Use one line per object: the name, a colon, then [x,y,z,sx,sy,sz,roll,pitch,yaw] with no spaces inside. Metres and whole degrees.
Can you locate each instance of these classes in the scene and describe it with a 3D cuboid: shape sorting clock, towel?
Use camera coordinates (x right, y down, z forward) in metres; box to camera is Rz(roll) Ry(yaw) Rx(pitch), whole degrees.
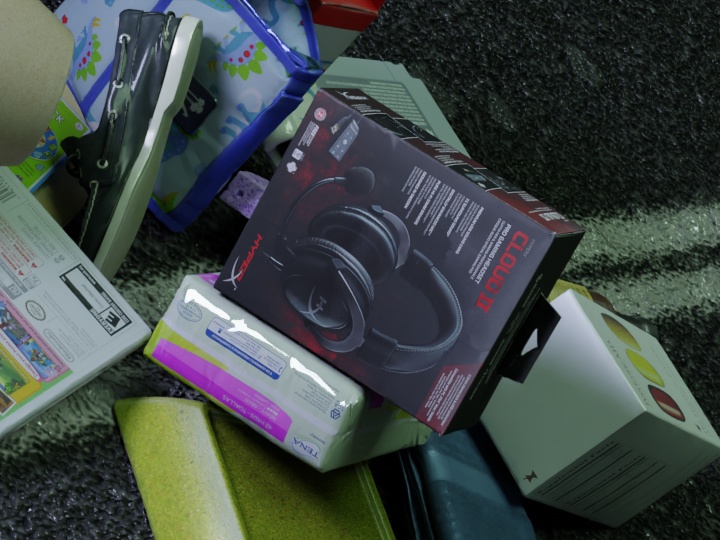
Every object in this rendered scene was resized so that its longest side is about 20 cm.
shape sorting clock: [-0.264,-0.106,1.731,0.200,0.039,0.200,25,46,-30]
towel: [0.074,0.171,1.801,0.112,0.049,0.200,27,33,-36]

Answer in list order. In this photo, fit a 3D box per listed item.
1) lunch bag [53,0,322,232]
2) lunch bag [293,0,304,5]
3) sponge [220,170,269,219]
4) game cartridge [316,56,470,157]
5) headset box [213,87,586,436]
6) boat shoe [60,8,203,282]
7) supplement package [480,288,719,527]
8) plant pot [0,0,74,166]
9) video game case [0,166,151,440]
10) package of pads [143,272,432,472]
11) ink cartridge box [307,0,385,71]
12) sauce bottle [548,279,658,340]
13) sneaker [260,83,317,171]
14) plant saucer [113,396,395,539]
lunch bag: [-0.121,-0.153,1.833,0.127,0.170,0.200,9,42,-46]
lunch bag: [-0.056,-0.300,1.802,0.170,0.127,0.200,38,33,-6]
sponge: [0.000,0.000,1.849,0.200,0.030,0.112,36,4,20]
game cartridge: [0.003,-0.115,2.083,0.200,0.040,0.133,1,48,-51]
headset box: [0.033,-0.002,1.617,0.200,0.149,0.077,33,14,16]
boat shoe: [-0.167,-0.085,1.729,0.066,0.200,0.075,19,-2,4]
supplement package: [0.170,0.105,1.887,0.114,0.110,0.200,59,14,22]
plant pot: [-0.284,-0.144,1.578,0.200,0.187,0.187,23,36,-20]
video game case: [-0.251,0.005,1.599,0.200,0.022,0.182,48,40,5]
package of pads: [-0.039,0.061,1.707,0.154,0.068,0.200,32,13,19]
ink cartridge box: [-0.066,-0.201,1.935,0.067,0.200,0.116,4,49,-49]
sauce bottle: [0.159,0.040,2.058,0.200,0.065,0.065,17,40,-42]
sneaker: [-0.027,-0.073,1.930,0.200,0.075,0.087,39,28,-46]
plant saucer: [-0.046,0.165,1.660,0.200,0.048,0.200,16,40,-41]
